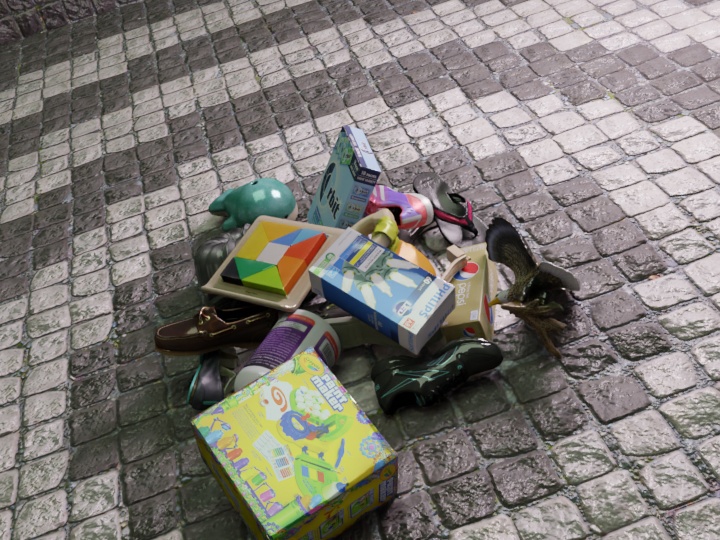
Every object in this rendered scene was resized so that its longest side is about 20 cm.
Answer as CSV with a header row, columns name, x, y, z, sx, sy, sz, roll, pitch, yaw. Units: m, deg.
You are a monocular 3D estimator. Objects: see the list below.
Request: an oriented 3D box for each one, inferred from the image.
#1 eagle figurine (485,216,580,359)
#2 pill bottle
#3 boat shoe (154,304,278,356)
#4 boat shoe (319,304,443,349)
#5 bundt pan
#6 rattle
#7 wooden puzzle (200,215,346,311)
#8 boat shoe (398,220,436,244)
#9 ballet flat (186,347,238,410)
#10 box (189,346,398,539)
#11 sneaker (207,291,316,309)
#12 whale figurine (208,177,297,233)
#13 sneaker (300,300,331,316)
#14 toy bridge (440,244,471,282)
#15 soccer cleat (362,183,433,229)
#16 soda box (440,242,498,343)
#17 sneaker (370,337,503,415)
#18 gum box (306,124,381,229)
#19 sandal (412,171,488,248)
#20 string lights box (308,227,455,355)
name,x,y,z,sx,sy,sz,roll,pitch,yaw
eagle figurine,0.255,0.012,1.508,0.150,0.153,0.201,1,37,12
pill bottle,-0.119,0.161,1.493,0.111,0.112,0.200,6,40,29
boat shoe,-0.226,0.086,1.574,0.198,0.071,0.071,-7,33,-10
boat shoe,0.031,0.080,1.565,0.199,0.072,0.061,0,37,6
bundt pan,-0.208,-0.033,1.773,0.200,0.076,0.202,-18,13,4
rattle,0.000,0.000,1.667,0.200,0.143,0.131,-38,40,11
wooden puzzle,-0.138,-0.021,1.612,0.184,0.037,0.200,11,47,31
boat shoe,0.082,-0.082,1.796,0.067,0.057,0.200,20,48,41
ballet flat,-0.231,0.156,1.595,0.072,0.074,0.200,-12,29,6
box,-0.084,0.244,1.301,0.192,0.122,0.200,-30,58,-19
sneaker,-0.171,0.042,1.729,0.198,0.077,0.091,-17,24,-13
whale figurine,-0.216,-0.133,1.947,0.199,0.104,0.159,19,48,40
sneaker,-0.011,0.048,1.630,0.198,0.082,0.075,-13,35,4
toy bridge,0.090,0.022,1.544,0.199,0.027,0.067,-27,41,-19
soccer cleat,0.039,-0.109,1.748,0.073,0.069,0.199,-20,22,-35
soda box,0.174,0.044,1.568,0.064,0.068,0.201,-12,34,20
sneaker,0.115,0.158,1.453,0.198,0.076,0.080,-16,47,11
gum box,-0.033,-0.135,1.804,0.044,0.201,0.170,13,28,-20
sandal,0.159,-0.108,1.758,0.075,0.045,0.200,-27,61,-20
string lights box,0.032,0.028,1.484,0.199,0.059,0.103,29,62,24
